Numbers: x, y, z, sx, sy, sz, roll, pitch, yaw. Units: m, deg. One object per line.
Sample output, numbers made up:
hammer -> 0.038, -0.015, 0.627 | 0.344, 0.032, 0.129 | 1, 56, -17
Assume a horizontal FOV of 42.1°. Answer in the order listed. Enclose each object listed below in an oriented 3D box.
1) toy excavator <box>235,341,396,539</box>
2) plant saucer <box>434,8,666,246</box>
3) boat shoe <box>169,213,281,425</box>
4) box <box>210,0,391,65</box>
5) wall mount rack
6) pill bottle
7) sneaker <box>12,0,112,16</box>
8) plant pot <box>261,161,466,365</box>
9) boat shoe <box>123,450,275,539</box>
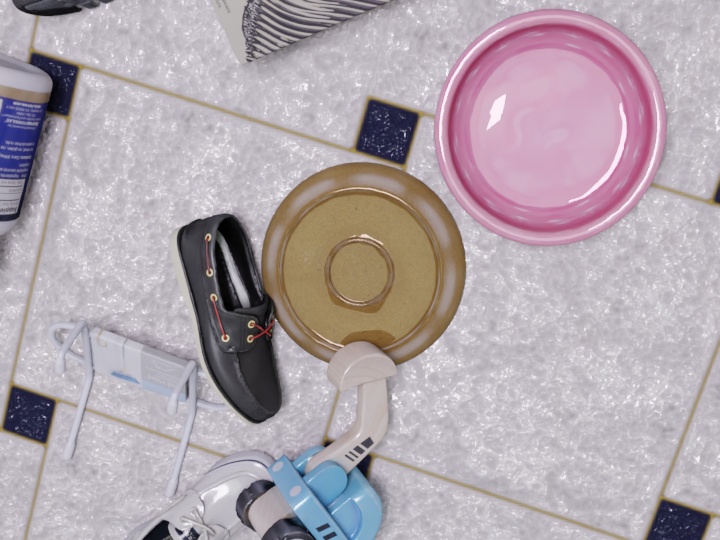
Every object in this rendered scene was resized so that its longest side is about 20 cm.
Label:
toy excavator -> -0.023, 0.191, 0.881 | 0.199, 0.100, 0.195 | -38, 118, -11
plant saucer -> 0.165, -0.125, 0.826 | 0.198, 0.051, 0.203 | 1, 101, 7
boat shoe -> -0.116, 0.047, 0.875 | 0.063, 0.074, 0.203 | -15, 95, 31
box -> -0.029, -0.258, 0.810 | 0.198, 0.069, 0.083 | -22, 113, 11
wall mount rack -> -0.226, 0.133, 0.913 | 0.198, 0.075, 0.175 | 19, 139, 4
pill bottle -> -0.365, -0.100, 0.863 | 0.115, 0.116, 0.202 | 20, 102, 3
sneaker -> -0.231, -0.312, 0.838 | 0.198, 0.075, 0.117 | -21, 92, 0
plant pot -> 0.000, 0.000, 0.881 | 0.198, 0.027, 0.203 | 1, 100, 8
boat shoe -> -0.167, 0.252, 0.924 | 0.199, 0.066, 0.072 | -31, 97, 10
